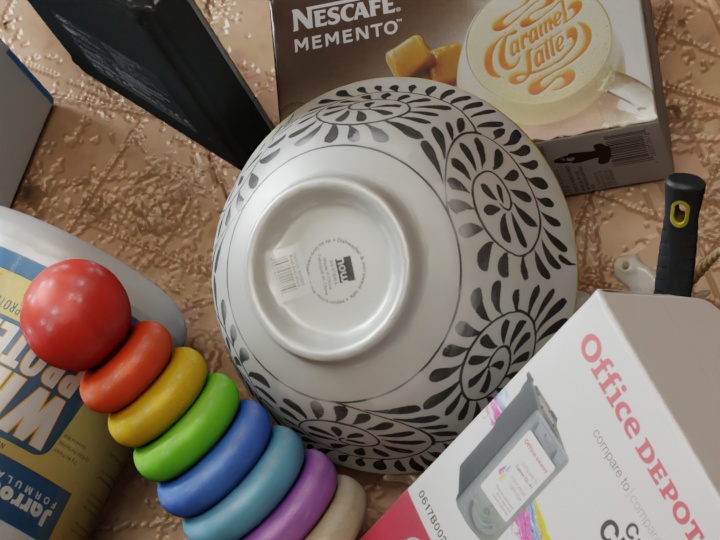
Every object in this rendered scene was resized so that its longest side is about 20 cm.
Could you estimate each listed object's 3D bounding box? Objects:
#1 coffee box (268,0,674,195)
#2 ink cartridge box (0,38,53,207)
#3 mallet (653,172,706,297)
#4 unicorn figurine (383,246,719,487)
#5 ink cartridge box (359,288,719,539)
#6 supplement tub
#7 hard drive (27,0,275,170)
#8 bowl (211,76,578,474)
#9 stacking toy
[{"bbox_3d":[0.059,-0.098,1.296,0.198,0.080,0.115,-9,68,11],"label":"coffee box"},{"bbox_3d":[-0.294,-0.109,1.356,0.199,0.145,0.085,16,76,19],"label":"ink cartridge box"},{"bbox_3d":[0.138,0.046,1.183,0.065,0.041,0.201,4,116,19],"label":"mallet"},{"bbox_3d":[0.087,0.041,1.250,0.137,0.074,0.201,35,98,23],"label":"unicorn figurine"},{"bbox_3d":[0.108,0.126,1.129,0.200,0.085,0.148,-51,53,32],"label":"ink cartridge box"},{"bbox_3d":[-0.192,0.082,1.258,0.144,0.145,0.201,21,76,20],"label":"supplement tub"},{"bbox_3d":[-0.127,-0.132,1.291,0.139,0.200,0.033,33,80,22],"label":"hard drive"},{"bbox_3d":[0.000,0.000,1.194,0.199,0.094,0.203,-1,87,21],"label":"bowl"},{"bbox_3d":[-0.091,0.075,1.194,0.085,0.085,0.200,-46,103,-5],"label":"stacking toy"}]
